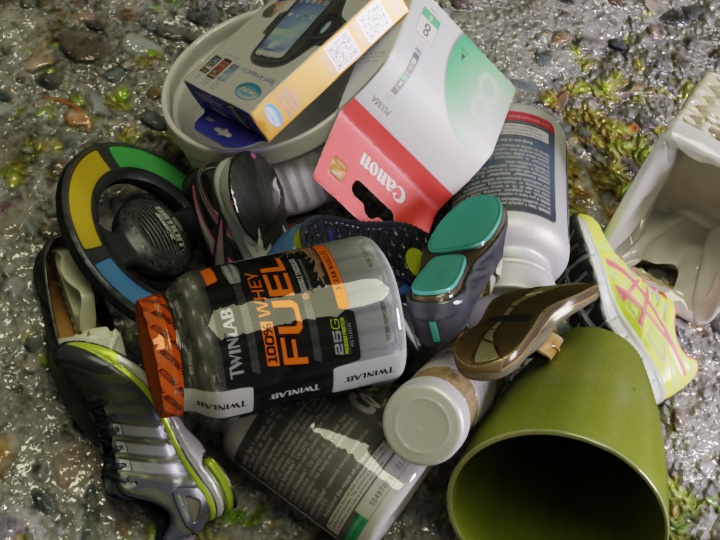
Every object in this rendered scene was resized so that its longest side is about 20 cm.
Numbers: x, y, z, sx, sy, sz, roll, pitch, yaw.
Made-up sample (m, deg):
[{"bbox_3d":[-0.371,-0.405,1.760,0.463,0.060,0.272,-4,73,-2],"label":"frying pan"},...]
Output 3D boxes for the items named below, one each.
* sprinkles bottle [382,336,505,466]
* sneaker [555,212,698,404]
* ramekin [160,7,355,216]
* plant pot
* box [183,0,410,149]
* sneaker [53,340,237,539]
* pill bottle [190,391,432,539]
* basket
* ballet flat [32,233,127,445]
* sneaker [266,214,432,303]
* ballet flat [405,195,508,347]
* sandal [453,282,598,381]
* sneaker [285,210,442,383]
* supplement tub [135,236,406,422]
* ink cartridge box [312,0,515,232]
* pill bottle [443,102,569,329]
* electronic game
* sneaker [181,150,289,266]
[{"bbox_3d":[0.073,0.106,1.574,0.068,0.069,0.200,33,16,7],"label":"sprinkles bottle"},{"bbox_3d":[0.250,0.035,1.766,0.090,0.078,0.201,-16,74,-25],"label":"sneaker"},{"bbox_3d":[-0.075,-0.142,1.730,0.198,0.105,0.201,-9,46,9],"label":"ramekin"},{"bbox_3d":[0.185,0.145,1.622,0.186,0.188,0.201,23,40,0],"label":"plant pot"},{"bbox_3d":[-0.065,-0.190,1.643,0.200,0.042,0.119,-43,37,-15],"label":"box"},{"bbox_3d":[-0.187,0.142,1.540,0.081,0.074,0.200,-44,100,-26],"label":"sneaker"},{"bbox_3d":[-0.044,0.138,1.585,0.199,0.113,0.113,36,55,8],"label":"pill bottle"},{"bbox_3d":[0.326,-0.071,1.782,0.135,0.201,0.124,29,48,4],"label":"basket"},{"bbox_3d":[-0.239,0.054,1.613,0.068,0.069,0.201,-13,62,-24],"label":"ballet flat"},{"bbox_3d":[0.000,0.000,1.637,0.199,0.078,0.066,8,58,-40],"label":"sneaker"},{"bbox_3d":[0.085,0.005,1.620,0.073,0.073,0.200,27,32,3],"label":"ballet flat"},{"bbox_3d":[0.139,0.057,1.591,0.080,0.054,0.200,0,21,31],"label":"sandal"},{"bbox_3d":[-0.005,0.027,1.695,0.200,0.071,0.098,39,53,10],"label":"sneaker"},{"bbox_3d":[-0.072,0.049,1.494,0.198,0.123,0.123,-13,61,-13],"label":"supplement tub"},{"bbox_3d":[0.051,-0.126,1.672,0.161,0.050,0.201,41,58,-39],"label":"ink cartridge box"},{"bbox_3d":[0.136,-0.045,1.754,0.119,0.120,0.201,10,55,-9],"label":"pill bottle"},{"bbox_3d":[-0.182,-0.028,1.658,0.199,0.042,0.201,30,38,-27],"label":"electronic game"},{"bbox_3d":[-0.097,-0.011,1.654,0.080,0.086,0.201,-33,114,-43],"label":"sneaker"}]
